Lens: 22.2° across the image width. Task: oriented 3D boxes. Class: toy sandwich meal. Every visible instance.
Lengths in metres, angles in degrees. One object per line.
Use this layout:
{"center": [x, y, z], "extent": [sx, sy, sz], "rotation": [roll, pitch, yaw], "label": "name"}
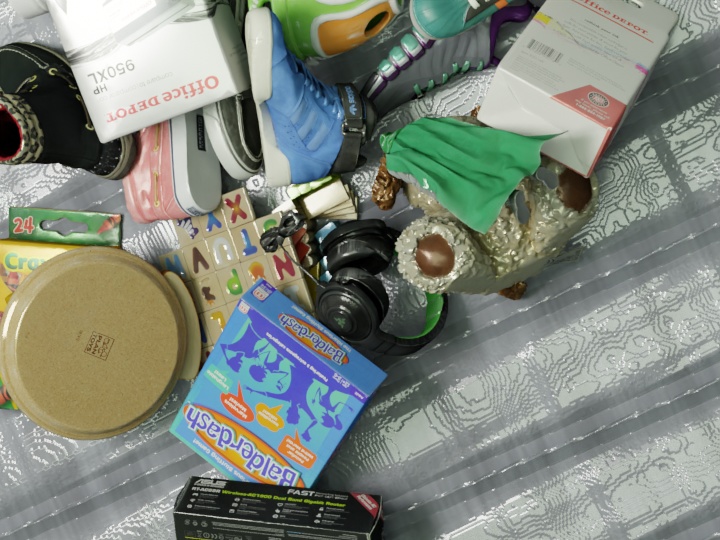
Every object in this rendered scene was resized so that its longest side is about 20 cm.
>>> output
{"center": [-0.254, 0.064, 1.764], "extent": [0.203, 0.070, 0.207], "rotation": [-3, 99, -22], "label": "toy sandwich meal"}

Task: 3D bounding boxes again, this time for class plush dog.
{"center": [0.107, -0.069, 1.709], "extent": [0.199, 0.161, 0.173], "rotation": [-27, 70, -3], "label": "plush dog"}

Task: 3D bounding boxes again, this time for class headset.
{"center": [0.000, 0.000, 1.702], "extent": [0.199, 0.124, 0.094], "rotation": [21, 143, -22], "label": "headset"}

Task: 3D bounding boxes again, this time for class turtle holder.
{"center": [-0.027, -0.288, 1.718], "extent": [0.130, 0.141, 0.187], "rotation": [-5, 49, 12], "label": "turtle holder"}

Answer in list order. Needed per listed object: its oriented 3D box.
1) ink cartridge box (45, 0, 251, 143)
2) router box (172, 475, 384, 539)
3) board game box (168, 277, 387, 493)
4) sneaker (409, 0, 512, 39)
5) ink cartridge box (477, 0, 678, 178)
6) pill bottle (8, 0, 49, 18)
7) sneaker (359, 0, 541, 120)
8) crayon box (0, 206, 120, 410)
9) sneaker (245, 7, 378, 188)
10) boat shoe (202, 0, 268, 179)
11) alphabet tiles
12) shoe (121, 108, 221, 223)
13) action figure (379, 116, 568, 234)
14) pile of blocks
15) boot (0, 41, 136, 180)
{"center": [-0.199, -0.235, 1.673], "extent": [0.144, 0.084, 0.201], "rotation": [-18, 100, 12], "label": "ink cartridge box"}
{"center": [-0.074, 0.283, 1.764], "extent": [0.198, 0.062, 0.151], "rotation": [5, 121, 12], "label": "router box"}
{"center": [-0.082, 0.127, 1.747], "extent": [0.152, 0.045, 0.201], "rotation": [36, 130, 7], "label": "board game box"}
{"center": [0.131, -0.279, 1.656], "extent": [0.199, 0.080, 0.072], "rotation": [-37, 98, -19], "label": "sneaker"}
{"center": [0.201, -0.186, 1.667], "extent": [0.116, 0.200, 0.068], "rotation": [29, 137, 8], "label": "ink cartridge box"}
{"center": [-0.245, -0.311, 1.765], "extent": [0.198, 0.111, 0.112], "rotation": [-17, 90, 13], "label": "pill bottle"}
{"center": [0.080, -0.197, 1.724], "extent": [0.087, 0.074, 0.200], "rotation": [42, 100, 1], "label": "sneaker"}
{"center": [-0.308, 0.040, 1.833], "extent": [0.126, 0.051, 0.202], "rotation": [3, 94, 12], "label": "crayon box"}
{"center": [-0.042, -0.161, 1.665], "extent": [0.110, 0.077, 0.201], "rotation": [-9, 134, -2], "label": "sneaker"}
{"center": [-0.111, -0.189, 1.758], "extent": [0.063, 0.071, 0.202], "rotation": [-7, 91, 31], "label": "boat shoe"}
{"center": [-0.117, 0.028, 1.779], "extent": [0.166, 0.006, 0.202], "rotation": [-18, 91, 36], "label": "alphabet tiles"}
{"center": [-0.187, -0.146, 1.783], "extent": [0.090, 0.071, 0.202], "rotation": [-10, 76, 34], "label": "shoe"}
{"center": [0.084, -0.094, 1.619], "extent": [0.118, 0.055, 0.199], "rotation": [-46, 39, -17], "label": "action figure"}
{"center": [-0.047, -0.041, 1.765], "extent": [0.081, 0.062, 0.202], "rotation": [-2, 94, 12], "label": "pile of blocks"}
{"center": [-0.323, -0.160, 1.749], "extent": [0.203, 0.153, 0.074], "rotation": [41, 112, 27], "label": "boot"}
